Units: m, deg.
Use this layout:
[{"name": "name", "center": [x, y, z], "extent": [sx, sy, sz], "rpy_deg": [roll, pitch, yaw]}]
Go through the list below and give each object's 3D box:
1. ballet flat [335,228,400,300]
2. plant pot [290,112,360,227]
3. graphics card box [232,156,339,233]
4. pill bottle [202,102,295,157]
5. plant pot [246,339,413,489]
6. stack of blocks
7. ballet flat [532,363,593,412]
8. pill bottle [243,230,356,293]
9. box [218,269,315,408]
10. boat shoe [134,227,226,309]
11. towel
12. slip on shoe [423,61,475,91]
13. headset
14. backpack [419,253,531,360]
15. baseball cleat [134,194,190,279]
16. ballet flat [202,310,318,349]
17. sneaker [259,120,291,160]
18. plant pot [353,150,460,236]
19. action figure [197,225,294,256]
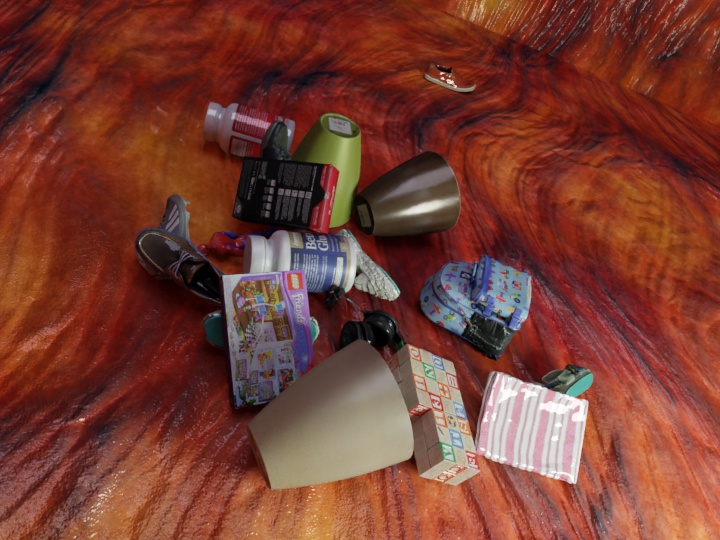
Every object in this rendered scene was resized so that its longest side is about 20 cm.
[{"name": "ballet flat", "center": [0.000, 0.000, 1.155], "extent": [0.071, 0.072, 0.200], "rpy_deg": [-16, 53, -37]}, {"name": "plant pot", "center": [-0.075, -0.233, 1.245], "extent": [0.184, 0.202, 0.189], "rpy_deg": [13, 42, -12]}, {"name": "graphics card box", "center": [-0.145, -0.147, 1.097], "extent": [0.197, 0.128, 0.051], "rpy_deg": [8, -4, 20]}, {"name": "pill bottle", "center": [-0.257, -0.317, 1.311], "extent": [0.197, 0.113, 0.113], "rpy_deg": [14, 42, -12]}, {"name": "plant pot", "center": [-0.055, 0.224, 0.813], "extent": [0.197, 0.189, 0.188], "rpy_deg": [-19, 55, -22]}, {"name": "stack of blocks", "center": [0.115, 0.233, 0.929], "extent": [0.114, 0.059, 0.202], "rpy_deg": [25, 38, -32]}, {"name": "ballet flat", "center": [0.364, 0.234, 1.086], "extent": [0.198, 0.075, 0.074], "rpy_deg": [-17, 55, -36]}, {"name": "pill bottle", "center": [-0.115, -0.017, 1.066], "extent": [0.197, 0.112, 0.112], "rpy_deg": [4, 45, -23]}, {"name": "box", "center": [-0.145, 0.104, 0.895], "extent": [0.135, 0.039, 0.204], "rpy_deg": [-4, 84, -25]}, {"name": "boat shoe", "center": [-0.285, -0.006, 0.951], "extent": [0.199, 0.072, 0.073], "rpy_deg": [34, 82, -16]}, {"name": "towel", "center": [0.299, 0.270, 0.981], "extent": [0.197, 0.030, 0.149], "rpy_deg": [18, 74, -7]}, {"name": "slip on shoe", "center": [0.325, -0.692, 2.029], "extent": [0.197, 0.062, 0.075], "rpy_deg": [15, 40, -14]}, {"name": "headset", "center": [0.005, 0.120, 1.033], "extent": [0.123, 0.094, 0.202], "rpy_deg": [-20, 73, -44]}, {"name": "backpack", "center": [0.228, 0.052, 1.149], "extent": [0.198, 0.136, 0.183], "rpy_deg": [26, 40, 6]}, {"name": "baseball cleat", "center": [-0.358, -0.068, 1.034], "extent": [0.105, 0.070, 0.202], "rpy_deg": [-1, 46, -27]}, {"name": "ballet flat", "center": [-0.169, 0.099, 0.955], "extent": [0.197, 0.072, 0.072], "rpy_deg": [6, 44, -23]}, {"name": "sneaker", "center": [-0.157, -0.207, 1.178], "extent": [0.112, 0.203, 0.076], "rpy_deg": [9, -4, 23]}, {"name": "plant pot", "center": [0.092, -0.152, 1.282], "extent": [0.198, 0.188, 0.188], "rpy_deg": [-20, 56, -22]}, {"name": "action figure", "center": [-0.217, -0.052, 1.103], "extent": [0.197, 0.052, 0.066], "rpy_deg": [-7, 44, -25]}]
